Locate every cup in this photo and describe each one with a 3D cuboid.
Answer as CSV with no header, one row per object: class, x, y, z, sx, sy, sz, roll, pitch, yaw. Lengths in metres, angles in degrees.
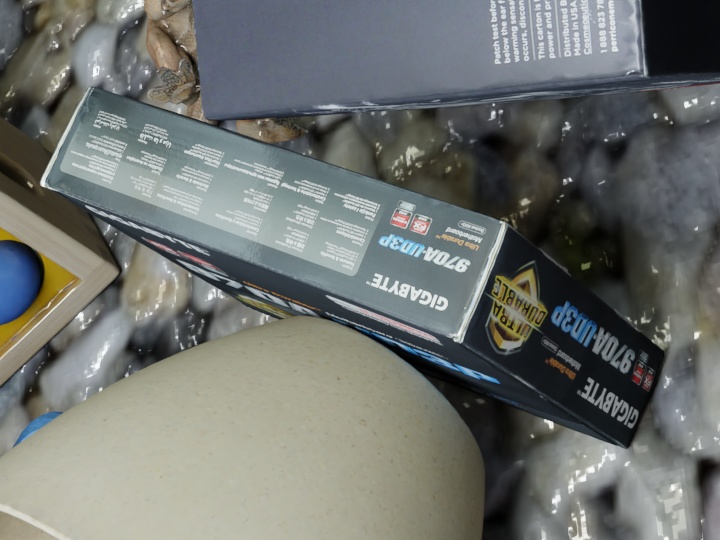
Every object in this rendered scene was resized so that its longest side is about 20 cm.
cup,-0.034,0.102,0.727,0.200,0.200,0.143,17,57,40

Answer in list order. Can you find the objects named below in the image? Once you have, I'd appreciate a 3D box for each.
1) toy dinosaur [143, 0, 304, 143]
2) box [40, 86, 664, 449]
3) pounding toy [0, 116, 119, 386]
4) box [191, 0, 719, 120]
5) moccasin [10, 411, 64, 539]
toy dinosaur,-0.078,-0.136,0.936,0.136,0.086,0.200,-132,43,-57
box,0.000,0.000,0.747,0.200,0.159,0.046,20,82,32
pounding toy,-0.248,0.003,0.909,0.184,0.200,0.142,-42,49,9
box,0.064,-0.117,0.740,0.182,0.200,0.104,-1,95,33
moccasin,-0.149,0.159,0.814,0.200,0.068,0.080,-63,4,20
